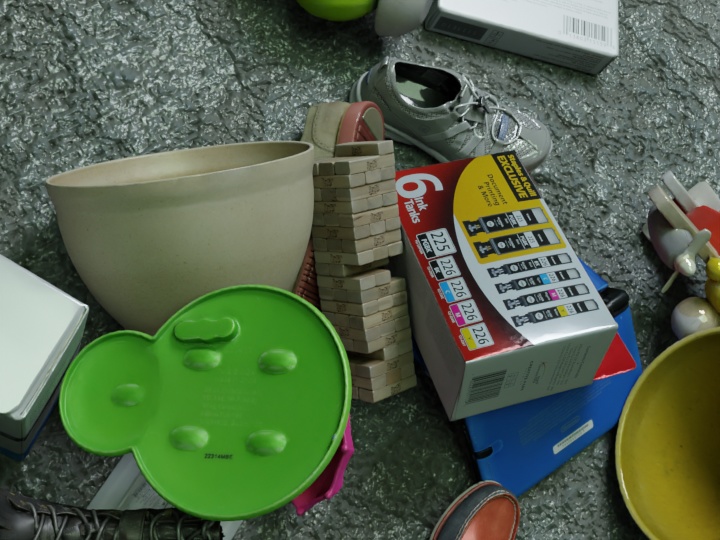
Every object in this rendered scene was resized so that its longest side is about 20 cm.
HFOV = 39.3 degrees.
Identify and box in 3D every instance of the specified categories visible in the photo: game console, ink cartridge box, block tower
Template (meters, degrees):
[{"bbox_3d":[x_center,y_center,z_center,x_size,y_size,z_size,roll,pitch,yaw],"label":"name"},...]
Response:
[{"bbox_3d":[0.139,0.078,0.906,0.198,0.118,0.173,-28,115,-24],"label":"game console"},{"bbox_3d":[0.166,-0.306,1.024,0.197,0.044,0.176,11,69,-15],"label":"ink cartridge box"},{"bbox_3d":[0.000,0.000,0.814,0.057,0.054,0.203,-16,105,-43],"label":"block tower"},{"bbox_3d":[0.123,0.002,0.839,0.173,0.084,0.202,-12,53,-16],"label":"ink cartridge box"},{"bbox_3d":[-0.267,0.046,0.671,0.144,0.200,0.084,31,66,-7],"label":"ink cartridge box"}]

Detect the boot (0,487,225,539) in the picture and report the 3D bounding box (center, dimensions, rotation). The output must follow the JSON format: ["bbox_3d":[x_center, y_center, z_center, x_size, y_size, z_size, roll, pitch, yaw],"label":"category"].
[{"bbox_3d":[-0.175,0.166,0.650,0.171,0.200,0.070,-1,70,4],"label":"boot"}]

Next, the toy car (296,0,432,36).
[{"bbox_3d":[0.002,-0.322,0.897,0.173,0.150,0.202,24,66,6],"label":"toy car"}]

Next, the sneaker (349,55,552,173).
[{"bbox_3d":[0.091,-0.139,0.921,0.197,0.082,0.076,14,69,-15],"label":"sneaker"}]

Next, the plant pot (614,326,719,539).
[{"bbox_3d":[0.344,0.165,0.874,0.141,0.199,0.203,24,64,-39],"label":"plant pot"}]

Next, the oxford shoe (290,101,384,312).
[{"bbox_3d":[-0.038,-0.050,0.869,0.074,0.070,0.203,10,76,30],"label":"oxford shoe"}]

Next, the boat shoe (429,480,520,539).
[{"bbox_3d":[0.076,0.258,0.792,0.071,0.062,0.201,38,70,-11],"label":"boat shoe"}]

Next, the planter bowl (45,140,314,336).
[{"bbox_3d":[-0.125,-0.016,0.763,0.198,0.200,0.137,-12,105,-22],"label":"planter bowl"}]

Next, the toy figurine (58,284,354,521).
[{"bbox_3d":[-0.083,0.115,0.714,0.197,0.184,0.152,0,67,13],"label":"toy figurine"}]

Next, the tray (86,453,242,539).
[{"bbox_3d":[-0.145,0.182,0.770,0.107,0.022,0.201,35,65,-5],"label":"tray"}]

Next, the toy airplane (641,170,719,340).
[{"bbox_3d":[0.326,0.000,0.926,0.199,0.199,0.142,37,93,5],"label":"toy airplane"}]
